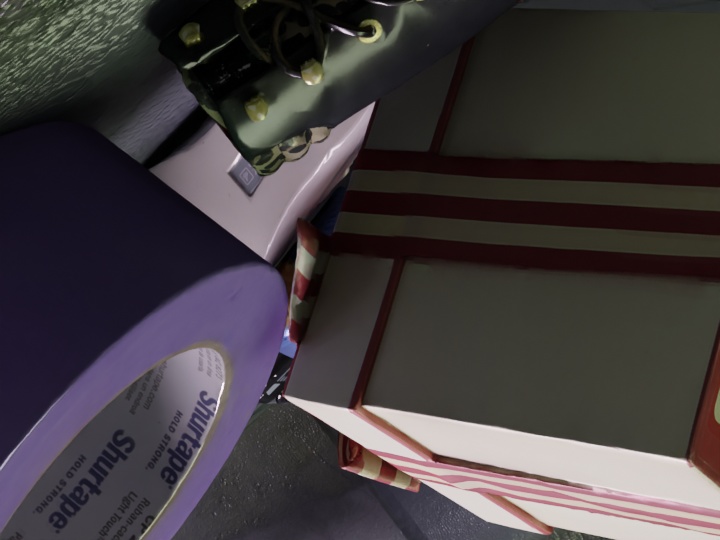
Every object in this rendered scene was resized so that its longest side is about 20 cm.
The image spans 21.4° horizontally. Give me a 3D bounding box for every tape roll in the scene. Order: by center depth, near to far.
[{"bbox_3d":[-0.118,0.055,0.645,0.200,0.085,0.200,-49,165,-18],"label":"tape roll"}]

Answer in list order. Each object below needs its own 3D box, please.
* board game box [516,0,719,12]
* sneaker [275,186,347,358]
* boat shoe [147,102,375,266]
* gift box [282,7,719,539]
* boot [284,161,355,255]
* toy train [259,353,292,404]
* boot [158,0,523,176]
[{"bbox_3d":[0.165,-0.139,0.879,0.200,0.200,0.026,-39,132,6],"label":"board game box"},{"bbox_3d":[0.000,0.018,0.849,0.075,0.088,0.200,-49,-179,1],"label":"sneaker"},{"bbox_3d":[-0.037,-0.049,0.798,0.068,0.072,0.200,-30,161,-50],"label":"boat shoe"},{"bbox_3d":[0.083,-0.005,0.703,0.185,0.200,0.186,6,-113,36],"label":"gift box"},{"bbox_3d":[-0.075,-0.010,0.952,0.165,0.066,0.199,-49,164,28],"label":"boot"},{"bbox_3d":[0.000,0.000,0.985,0.046,0.034,0.200,2,136,-53],"label":"toy train"},{"bbox_3d":[0.011,-0.098,0.591,0.153,0.074,0.204,-37,177,-3],"label":"boot"}]
